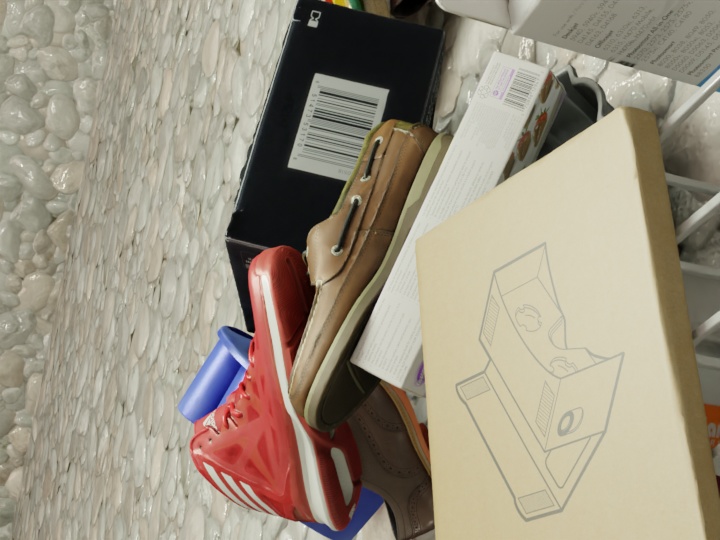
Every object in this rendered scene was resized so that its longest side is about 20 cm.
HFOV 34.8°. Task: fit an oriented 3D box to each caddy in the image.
[{"bbox_3d":[-0.045,0.120,0.903,0.105,0.199,0.141,-52,30,1],"label":"caddy"}]

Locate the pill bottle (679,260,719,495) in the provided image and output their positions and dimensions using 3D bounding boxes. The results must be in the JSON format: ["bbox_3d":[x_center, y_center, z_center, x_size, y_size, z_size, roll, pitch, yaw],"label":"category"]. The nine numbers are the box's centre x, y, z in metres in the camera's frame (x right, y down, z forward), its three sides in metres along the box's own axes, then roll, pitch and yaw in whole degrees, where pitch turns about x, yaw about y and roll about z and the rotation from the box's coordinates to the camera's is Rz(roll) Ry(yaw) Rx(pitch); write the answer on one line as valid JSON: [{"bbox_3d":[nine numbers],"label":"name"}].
[{"bbox_3d":[0.125,0.095,0.568,0.114,0.113,0.203,-168,90,-67],"label":"pill bottle"}]

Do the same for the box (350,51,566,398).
[{"bbox_3d":[0.058,-0.027,0.668,0.041,0.039,0.202,23,87,29],"label":"box"}]

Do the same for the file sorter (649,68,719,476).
[{"bbox_3d":[0.206,0.015,0.453,0.139,0.123,0.202,131,141,-51],"label":"file sorter"}]

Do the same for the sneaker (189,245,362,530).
[{"bbox_3d":[-0.073,0.083,0.756,0.078,0.114,0.203,-47,-49,-61],"label":"sneaker"}]

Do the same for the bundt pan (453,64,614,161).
[{"bbox_3d":[0.108,-0.020,0.713,0.202,0.075,0.204,-43,33,37],"label":"bundt pan"}]

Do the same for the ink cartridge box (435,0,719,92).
[{"bbox_3d":[0.134,-0.172,0.591,0.067,0.198,0.117,-47,41,51],"label":"ink cartridge box"}]

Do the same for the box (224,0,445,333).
[{"bbox_3d":[-0.015,-0.061,0.873,0.200,0.116,0.199,93,-168,-69],"label":"box"}]

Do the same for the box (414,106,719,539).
[{"bbox_3d":[0.084,0.050,0.519,0.163,0.021,0.203,-33,53,50],"label":"box"}]

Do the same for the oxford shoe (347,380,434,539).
[{"bbox_3d":[0.003,0.107,0.806,0.073,0.201,0.071,-35,14,-3],"label":"oxford shoe"}]

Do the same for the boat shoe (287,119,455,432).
[{"bbox_3d":[0.000,0.000,0.708,0.202,0.067,0.072,-62,-24,-17],"label":"boat shoe"}]

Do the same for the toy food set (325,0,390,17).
[{"bbox_3d":[-0.005,-0.233,1.019,0.200,0.048,0.200,73,-178,-76],"label":"toy food set"}]

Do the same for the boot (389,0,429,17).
[{"bbox_3d":[0.063,-0.318,0.912,0.200,0.071,0.169,-37,61,57],"label":"boot"}]
